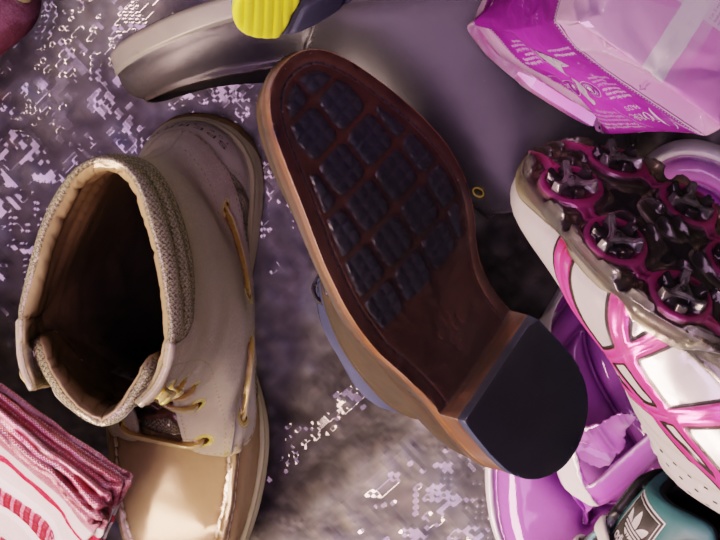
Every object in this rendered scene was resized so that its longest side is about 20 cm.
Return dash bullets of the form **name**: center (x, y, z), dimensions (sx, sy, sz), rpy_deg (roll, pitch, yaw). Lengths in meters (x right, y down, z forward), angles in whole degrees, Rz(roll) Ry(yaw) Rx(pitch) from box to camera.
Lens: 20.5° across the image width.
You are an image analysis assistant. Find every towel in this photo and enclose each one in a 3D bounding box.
- **towel**: center (-0.167, 0.080, 0.797), dimensions (0.144, 0.200, 0.023), rpy_deg (35, 62, 2)

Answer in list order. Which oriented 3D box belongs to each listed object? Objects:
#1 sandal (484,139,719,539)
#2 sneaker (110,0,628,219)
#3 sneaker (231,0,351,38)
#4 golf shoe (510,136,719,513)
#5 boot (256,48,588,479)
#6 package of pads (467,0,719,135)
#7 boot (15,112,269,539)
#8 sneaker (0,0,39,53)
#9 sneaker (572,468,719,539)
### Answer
- **sandal**: center (0.100, 0.044, 0.800), dimensions (0.082, 0.050, 0.203), rpy_deg (19, 106, 7)
- **sneaker**: center (0.005, -0.065, 0.780), dimensions (0.199, 0.075, 0.107), rpy_deg (-10, 97, 10)
- **sneaker**: center (0.014, -0.166, 0.725), dimensions (0.200, 0.074, 0.082), rpy_deg (-34, 70, -24)
- **golf shoe**: center (0.119, 0.038, 0.718), dimensions (0.200, 0.073, 0.092), rpy_deg (48, 136, 19)
- **boot**: center (0.000, 0.000, 0.756), dimensions (0.075, 0.097, 0.200), rpy_deg (-47, 121, -23)
- **package of pads**: center (0.125, -0.146, 0.692), dimensions (0.076, 0.120, 0.200), rpy_deg (32, 85, -15)
- **boot**: center (-0.083, 0.045, 0.776), dimensions (0.072, 0.155, 0.201), rpy_deg (5, 100, 8)
- **sneaker**: center (-0.196, -0.046, 0.818), dimensions (0.200, 0.075, 0.090), rpy_deg (-31, 102, 21)
- **sneaker**: center (0.105, 0.122, 0.782), dimensions (0.200, 0.071, 0.080), rpy_deg (-28, 126, -4)
